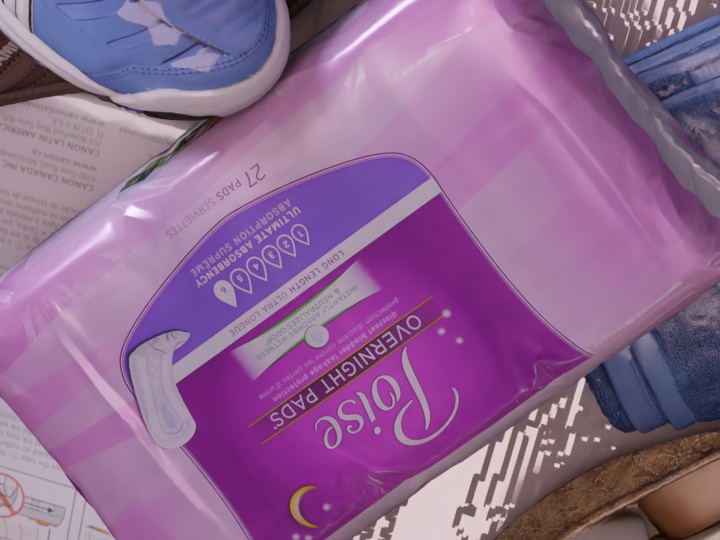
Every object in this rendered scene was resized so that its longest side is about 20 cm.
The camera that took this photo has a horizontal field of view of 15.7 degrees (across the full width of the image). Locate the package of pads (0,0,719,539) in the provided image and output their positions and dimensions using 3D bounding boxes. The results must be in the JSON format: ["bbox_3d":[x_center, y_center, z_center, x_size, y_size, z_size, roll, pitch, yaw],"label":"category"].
[{"bbox_3d":[0.000,0.000,0.730,0.200,0.076,0.121,-36,97,18],"label":"package of pads"}]

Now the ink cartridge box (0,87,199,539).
[{"bbox_3d":[-0.110,0.027,0.828,0.161,0.050,0.201,16,114,8],"label":"ink cartridge box"}]

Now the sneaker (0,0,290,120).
[{"bbox_3d":[-0.085,-0.125,0.667,0.076,0.077,0.200,-37,93,-17],"label":"sneaker"}]

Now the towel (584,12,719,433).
[{"bbox_3d":[0.146,-0.032,0.760,0.199,0.049,0.112,-24,93,13],"label":"towel"}]

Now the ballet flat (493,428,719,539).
[{"bbox_3d":[0.107,0.080,0.772,0.199,0.065,0.071,-31,92,14],"label":"ballet flat"}]

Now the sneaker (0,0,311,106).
[{"bbox_3d":[-0.080,-0.089,0.742,0.199,0.076,0.071,-24,81,-18],"label":"sneaker"}]
